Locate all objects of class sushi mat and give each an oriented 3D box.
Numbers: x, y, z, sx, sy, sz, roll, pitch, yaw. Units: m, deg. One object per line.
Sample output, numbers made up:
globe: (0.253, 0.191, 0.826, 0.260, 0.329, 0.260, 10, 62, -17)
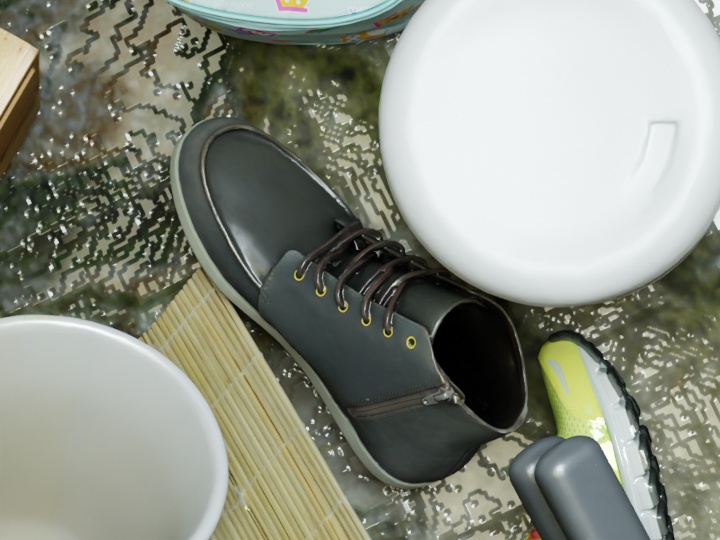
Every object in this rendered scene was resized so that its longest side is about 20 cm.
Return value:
sushi mat: (-0.055, 0.102, 1.039, 0.096, 0.012, 0.200, -43, 62, 20)

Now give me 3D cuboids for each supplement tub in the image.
supplement tub: (0.088, -0.057, 0.972, 0.143, 0.200, 0.145, 0, 89, 8)

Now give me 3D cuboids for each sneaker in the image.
sneaker: (0.000, 0.000, 1.022, 0.075, 0.106, 0.200, -39, 91, -30)
sneaker: (0.099, 0.129, 1.031, 0.090, 0.078, 0.201, -12, 88, 10)

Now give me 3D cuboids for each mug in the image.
mug: (-0.163, 0.117, 1.021, 0.186, 0.154, 0.150, 24, 48, 3)

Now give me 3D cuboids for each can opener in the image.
can opener: (0.139, 0.153, 0.979, 0.067, 0.053, 0.201, -31, 96, -20)

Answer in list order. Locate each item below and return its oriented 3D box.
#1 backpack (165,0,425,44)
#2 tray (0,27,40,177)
backpack: (-0.030, -0.202, 1.019, 0.175, 0.153, 0.201, 5, 97, 3)
tray: (-0.208, -0.011, 1.036, 0.037, 0.099, 0.201, 28, 77, -2)
